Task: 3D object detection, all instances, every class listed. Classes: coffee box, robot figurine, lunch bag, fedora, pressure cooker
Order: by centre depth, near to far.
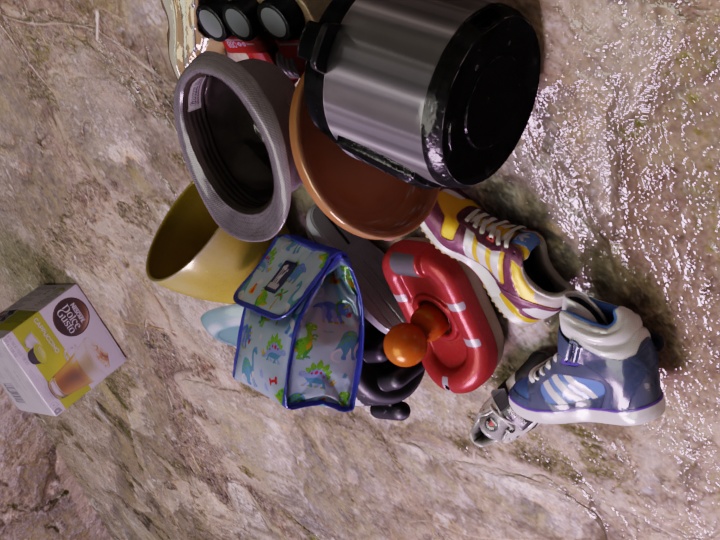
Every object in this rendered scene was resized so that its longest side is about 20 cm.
[{"bbox_3d":[0.046,-0.183,1.113,0.200,0.179,0.176,25,148,31],"label":"pressure cooker"},{"bbox_3d":[-0.109,-0.139,1.244,0.177,0.090,0.200,-7,109,52],"label":"fedora"},{"bbox_3d":[-0.076,0.061,1.493,0.170,0.127,0.200,18,99,59],"label":"lunch bag"},{"bbox_3d":[0.006,0.120,1.586,0.200,0.125,0.150,-13,71,59],"label":"robot figurine"},{"bbox_3d":[-0.649,0.161,2.483,0.200,0.198,0.200,-3,121,53],"label":"coffee box"}]

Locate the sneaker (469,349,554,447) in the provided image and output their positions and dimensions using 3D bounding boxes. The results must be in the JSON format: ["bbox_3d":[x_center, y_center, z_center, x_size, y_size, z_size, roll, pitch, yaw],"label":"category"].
[{"bbox_3d":[0.189,0.165,1.428,0.074,0.089,0.200,45,150,10],"label":"sneaker"}]

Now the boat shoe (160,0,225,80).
[{"bbox_3d":[-0.189,-0.284,1.442,0.076,0.072,0.200,16,139,28],"label":"boat shoe"}]

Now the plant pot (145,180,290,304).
[{"bbox_3d":[-0.173,-0.033,1.620,0.142,0.200,0.200,36,159,-27],"label":"plant pot"}]

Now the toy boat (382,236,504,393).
[{"bbox_3d":[0.080,0.066,1.413,0.130,0.131,0.200,7,131,52],"label":"toy boat"}]

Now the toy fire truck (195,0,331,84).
[{"bbox_3d":[-0.074,-0.218,1.299,0.176,0.129,0.200,12,138,48],"label":"toy fire truck"}]

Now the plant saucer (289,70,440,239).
[{"bbox_3d":[0.002,-0.127,1.213,0.037,0.200,0.200,-15,113,47],"label":"plant saucer"}]

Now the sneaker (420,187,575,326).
[{"bbox_3d":[0.146,-0.033,1.275,0.200,0.075,0.090,45,144,-4],"label":"sneaker"}]

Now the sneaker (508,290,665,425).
[{"bbox_3d":[0.226,0.085,1.272,0.200,0.081,0.147,-1,114,49],"label":"sneaker"}]

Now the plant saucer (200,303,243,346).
[{"bbox_3d":[-0.126,0.083,1.691,0.200,0.200,0.027,148,126,-61],"label":"plant saucer"}]

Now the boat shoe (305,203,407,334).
[{"bbox_3d":[0.000,0.000,1.523,0.200,0.074,0.067,58,160,9],"label":"boat shoe"}]
